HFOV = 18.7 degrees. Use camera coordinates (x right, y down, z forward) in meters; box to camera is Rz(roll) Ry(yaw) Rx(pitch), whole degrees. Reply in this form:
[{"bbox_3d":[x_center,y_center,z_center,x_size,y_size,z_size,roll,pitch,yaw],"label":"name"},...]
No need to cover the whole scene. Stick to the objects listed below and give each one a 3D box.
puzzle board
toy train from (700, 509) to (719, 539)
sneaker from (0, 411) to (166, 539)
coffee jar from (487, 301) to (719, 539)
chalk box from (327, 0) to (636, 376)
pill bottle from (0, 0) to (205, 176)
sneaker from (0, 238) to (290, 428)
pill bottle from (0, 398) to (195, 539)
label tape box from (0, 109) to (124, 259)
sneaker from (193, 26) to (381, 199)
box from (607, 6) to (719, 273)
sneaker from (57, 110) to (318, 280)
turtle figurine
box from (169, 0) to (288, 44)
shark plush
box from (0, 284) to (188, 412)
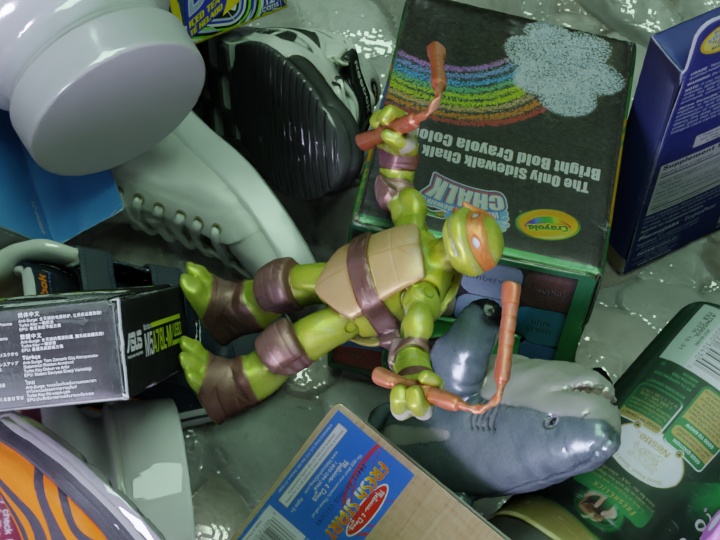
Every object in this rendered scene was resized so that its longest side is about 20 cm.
[{"bbox_3d":[-0.012,0.181,0.947,0.151,0.017,0.200,38,94,15],"label":"puzzle board"},{"bbox_3d":[0.222,0.167,0.989,0.150,0.056,0.200,49,33,21],"label":"toy train"},{"bbox_3d":[-0.112,0.155,0.879,0.112,0.078,0.200,-42,73,-9],"label":"sneaker"},{"bbox_3d":[0.124,0.113,1.020,0.085,0.104,0.200,37,61,17],"label":"coffee jar"},{"bbox_3d":[0.056,-0.016,1.086,0.124,0.124,0.201,13,54,2],"label":"chalk box"},{"bbox_3d":[-0.163,-0.151,1.072,0.116,0.116,0.200,-24,65,-21],"label":"pill bottle"},{"bbox_3d":[-0.127,0.032,1.067,0.199,0.080,0.079,-5,55,-11],"label":"sneaker"},{"bbox_3d":[-0.178,0.116,0.981,0.199,0.114,0.115,-6,56,-9],"label":"pill bottle"},{"bbox_3d":[-0.235,-0.058,1.093,0.199,0.066,0.144,-23,58,1],"label":"label tape box"},{"bbox_3d":[-0.023,-0.092,1.122,0.088,0.074,0.200,-8,22,-19],"label":"sneaker"},{"bbox_3d":[0.190,-0.087,1.104,0.121,0.200,0.032,-24,62,-21],"label":"box"},{"bbox_3d":[-0.101,-0.036,1.129,0.085,0.073,0.200,-40,62,-12],"label":"sneaker"},{"bbox_3d":[0.000,0.000,0.971,0.161,0.064,0.201,-20,54,18],"label":"turtle figurine"},{"bbox_3d":[-0.119,-0.189,1.179,0.070,0.065,0.200,-25,36,-21],"label":"box"},{"bbox_3d":[0.028,0.091,0.979,0.199,0.091,0.084,-27,46,20],"label":"shark plush"},{"bbox_3d":[-0.182,0.037,0.925,0.199,0.193,0.048,-6,89,4],"label":"box"}]
